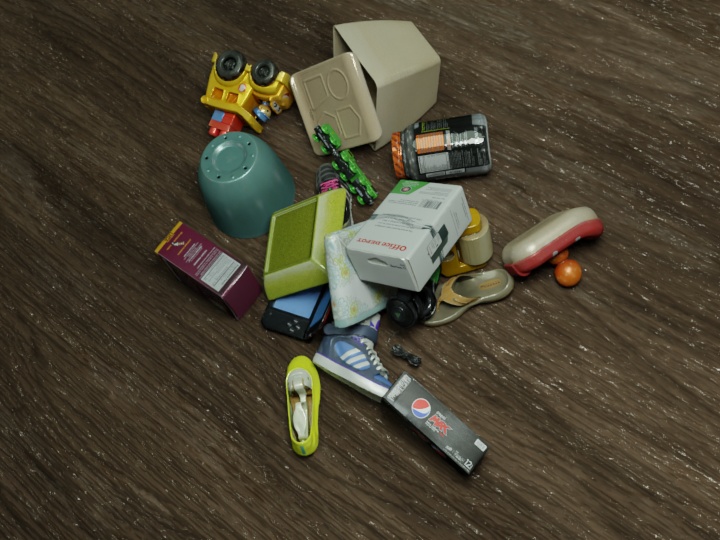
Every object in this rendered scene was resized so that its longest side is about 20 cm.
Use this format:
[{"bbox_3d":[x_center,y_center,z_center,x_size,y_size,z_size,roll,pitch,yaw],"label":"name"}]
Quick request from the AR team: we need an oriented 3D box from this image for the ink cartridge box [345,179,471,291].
[{"bbox_3d":[0.089,-0.066,1.588,0.145,0.084,0.201,12,50,38],"label":"ink cartridge box"}]

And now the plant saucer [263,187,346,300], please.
[{"bbox_3d":[-0.122,-0.060,1.745,0.198,0.048,0.203,-17,57,39],"label":"plant saucer"}]

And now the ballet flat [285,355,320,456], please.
[{"bbox_3d":[-0.110,0.245,1.650,0.066,0.067,0.203,-10,61,8],"label":"ballet flat"}]

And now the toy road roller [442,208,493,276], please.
[{"bbox_3d":[0.153,-0.076,1.727,0.197,0.124,0.148,-13,50,7],"label":"toy road roller"}]

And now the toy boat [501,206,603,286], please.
[{"bbox_3d":[0.376,-0.031,1.664,0.198,0.130,0.132,-32,93,-8],"label":"toy boat"}]

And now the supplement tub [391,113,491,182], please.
[{"bbox_3d":[0.167,-0.249,1.808,0.196,0.123,0.124,-6,62,10],"label":"supplement tub"}]

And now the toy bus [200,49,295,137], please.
[{"bbox_3d":[-0.257,-0.375,1.976,0.197,0.136,0.195,17,81,18],"label":"toy bus"}]

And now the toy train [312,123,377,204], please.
[{"bbox_3d":[-0.030,-0.223,1.843,0.042,0.056,0.201,-37,89,27],"label":"toy train"}]

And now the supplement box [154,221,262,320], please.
[{"bbox_3d":[-0.310,0.001,1.797,0.198,0.111,0.086,31,73,24],"label":"supplement box"}]

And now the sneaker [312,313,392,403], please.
[{"bbox_3d":[0.016,0.151,1.661,0.198,0.081,0.148,24,75,29],"label":"sneaker"}]

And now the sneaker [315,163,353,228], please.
[{"bbox_3d":[-0.057,-0.151,1.829,0.073,0.088,0.203,-14,61,6],"label":"sneaker"}]

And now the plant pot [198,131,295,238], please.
[{"bbox_3d":[-0.253,-0.196,1.857,0.197,0.162,0.204,-6,61,10],"label":"plant pot"}]

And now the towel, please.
[{"bbox_3d":[0.000,0.000,1.652,0.048,0.199,0.174,-4,101,32],"label":"towel"}]

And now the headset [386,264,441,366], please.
[{"bbox_3d":[0.107,0.073,1.638,0.093,0.123,0.203,30,111,22],"label":"headset"}]

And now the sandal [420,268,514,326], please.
[{"bbox_3d":[0.198,0.042,1.688,0.197,0.054,0.081,-21,59,9],"label":"sandal"}]

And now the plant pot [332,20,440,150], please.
[{"bbox_3d":[0.062,-0.420,1.890,0.175,0.201,0.201,-24,60,-16],"label":"plant pot"}]

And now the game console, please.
[{"bbox_3d":[-0.102,0.025,1.732,0.170,0.119,0.202,16,67,20],"label":"game console"}]

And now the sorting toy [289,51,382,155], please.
[{"bbox_3d":[-0.050,-0.349,1.857,0.198,0.188,0.036,-8,17,46],"label":"sorting toy"}]

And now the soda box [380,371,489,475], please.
[{"bbox_3d":[0.129,0.270,1.548,0.200,0.071,0.063,42,77,7],"label":"soda box"}]
